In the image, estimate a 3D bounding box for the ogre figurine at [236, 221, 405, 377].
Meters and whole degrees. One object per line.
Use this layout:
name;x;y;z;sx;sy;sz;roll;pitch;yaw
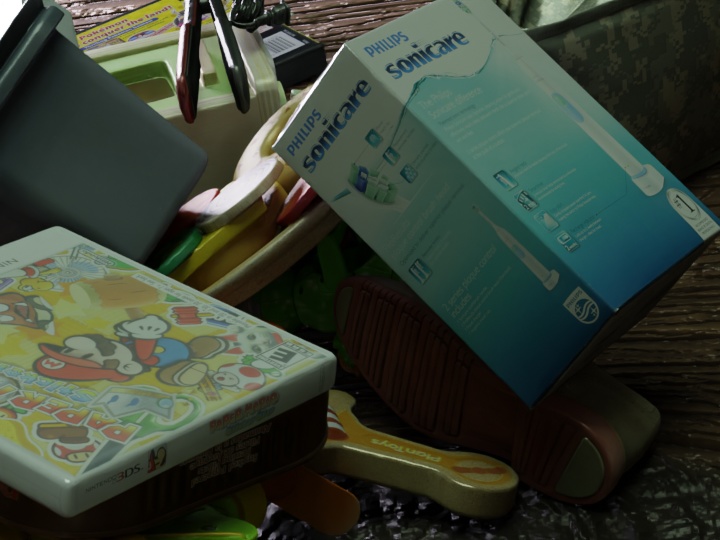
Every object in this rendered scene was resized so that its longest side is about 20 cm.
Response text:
ogre figurine;0.000;0.000;1.348;0.199;0.099;0.120;11;23;12

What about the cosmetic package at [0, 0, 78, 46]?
cosmetic package;-0.258;-0.078;1.476;0.200;0.052;0.151;-49;29;15

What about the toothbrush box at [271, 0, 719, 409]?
toothbrush box;0.075;-0.045;1.213;0.200;0.085;0.146;45;36;9

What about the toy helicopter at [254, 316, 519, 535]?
toy helicopter;-0.015;0.096;1.203;0.199;0.079;0.132;15;17;10

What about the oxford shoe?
oxford shoe;0.073;0.057;1.247;0.200;0.071;0.074;34;41;24

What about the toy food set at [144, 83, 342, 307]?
toy food set;-0.061;-0.036;1.318;0.200;0.049;0.198;-39;13;-5

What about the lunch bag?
lunch bag;0.149;-0.125;1.446;0.199;0.165;0.117;-30;42;-32

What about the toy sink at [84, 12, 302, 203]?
toy sink;-0.103;-0.094;1.515;0.199;0.113;0.131;-13;31;-7

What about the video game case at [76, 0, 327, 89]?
video game case;-0.155;-0.152;1.712;0.199;0.026;0.180;-26;35;-25

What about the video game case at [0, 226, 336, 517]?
video game case;-0.143;0.041;1.089;0.199;0.023;0.182;24;31;33

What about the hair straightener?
hair straightener;-0.079;-0.155;1.471;0.076;0.041;0.200;-9;27;2

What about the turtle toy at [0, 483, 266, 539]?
turtle toy;-0.104;0.159;1.099;0.199;0.102;0.146;9;16;24

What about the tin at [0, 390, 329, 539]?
tin;-0.102;0.072;1.101;0.112;0.042;0.199;22;30;40

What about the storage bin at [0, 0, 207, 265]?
storage bin;-0.179;-0.051;1.286;0.146;0.134;0.200;-58;9;-15
